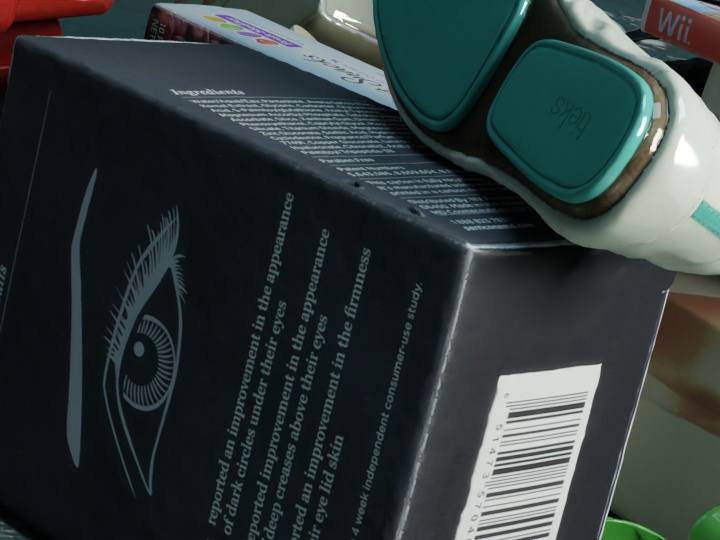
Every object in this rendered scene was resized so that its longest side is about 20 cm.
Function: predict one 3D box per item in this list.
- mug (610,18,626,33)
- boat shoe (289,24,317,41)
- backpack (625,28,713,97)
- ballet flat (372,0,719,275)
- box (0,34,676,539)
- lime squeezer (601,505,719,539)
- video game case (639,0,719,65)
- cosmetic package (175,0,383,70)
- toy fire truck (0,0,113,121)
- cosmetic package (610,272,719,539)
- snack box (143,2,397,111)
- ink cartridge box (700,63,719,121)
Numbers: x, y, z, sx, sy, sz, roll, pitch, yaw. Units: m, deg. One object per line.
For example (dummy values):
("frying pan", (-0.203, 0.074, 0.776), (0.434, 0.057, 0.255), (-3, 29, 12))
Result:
("mug", (0.072, -0.107, 1.285), (0.152, 0.150, 0.187), (24, 23, 5))
("boat shoe", (0.000, 0.000, 0.901), (0.201, 0.059, 0.072), (61, 12, 23))
("backpack", (0.154, -0.042, 1.081), (0.198, 0.128, 0.167), (-11, 18, 14))
("ballet flat", (0.058, -0.048, 0.676), (0.069, 0.070, 0.200), (8, 20, -22))
("box", (-0.022, 0.025, 0.719), (0.199, 0.149, 0.104), (28, 20, 38))
("lime squeezer", (0.108, 0.076, 0.770), (0.038, 0.071, 0.199), (15, -12, -43))
("video game case", (0.209, -0.054, 0.804), (0.142, 0.018, 0.200), (4, 18, -35))
("cosmetic package", (-0.011, -0.102, 1.059), (0.103, 0.088, 0.200), (22, -22, -23))
("toy fire truck", (-0.131, -0.071, 0.816), (0.199, 0.177, 0.129), (-9, 44, -27))
("cosmetic package", (0.158, 0.065, 0.853), (0.103, 0.088, 0.200), (5, 18, -37))
("snack box", (-0.010, 0.003, 0.815), (0.053, 0.143, 0.199), (-2, 23, -46))
("ink cartridge box", (0.243, -0.018, 0.918), (0.199, 0.085, 0.145), (10, 15, -28))
